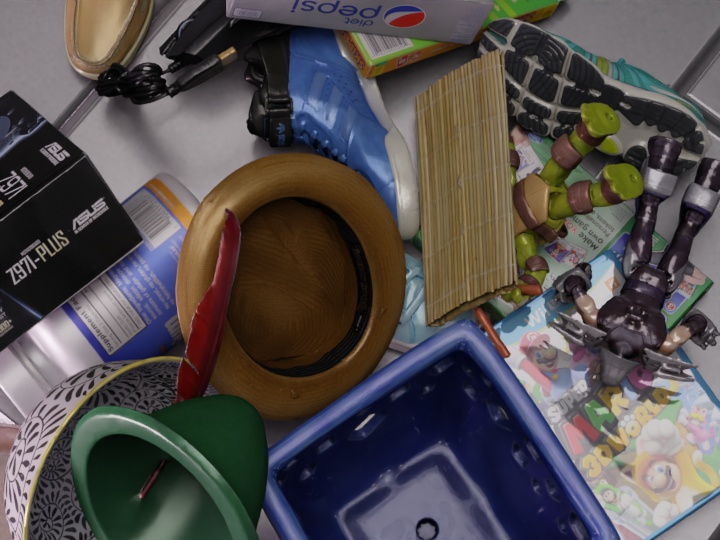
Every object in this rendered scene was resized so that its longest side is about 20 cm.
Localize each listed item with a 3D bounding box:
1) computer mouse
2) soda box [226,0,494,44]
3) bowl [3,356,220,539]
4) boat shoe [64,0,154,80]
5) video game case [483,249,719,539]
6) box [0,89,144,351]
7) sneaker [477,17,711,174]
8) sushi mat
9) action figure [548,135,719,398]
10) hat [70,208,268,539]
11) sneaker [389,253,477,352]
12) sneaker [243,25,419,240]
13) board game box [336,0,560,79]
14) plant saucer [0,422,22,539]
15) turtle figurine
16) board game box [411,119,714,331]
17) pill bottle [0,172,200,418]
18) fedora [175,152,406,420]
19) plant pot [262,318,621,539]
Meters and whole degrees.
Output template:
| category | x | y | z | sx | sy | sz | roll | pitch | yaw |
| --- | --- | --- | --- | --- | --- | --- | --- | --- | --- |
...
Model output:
| category | x | y | z | sx | sy | sz | roll | pitch | yaw |
| --- | --- | --- | --- | --- | --- | --- | --- | --- | --- |
| computer mouse | -0.110 | -0.188 | 1.584 | 0.199 | 0.140 | 0.046 | -27 | 108 | -14 |
| soda box | -0.001 | -0.226 | 1.560 | 0.199 | 0.063 | 0.069 | 4 | 64 | -15 |
| bowl | -0.190 | 0.144 | 1.474 | 0.094 | 0.201 | 0.201 | 22 | 73 | 40 |
| boat shoe | -0.197 | -0.255 | 1.640 | 0.071 | 0.076 | 0.201 | 10 | 77 | 0 |
| video game case | 0.188 | 0.103 | 1.546 | 0.143 | 0.018 | 0.200 | -33 | 77 | -8 |
| box | -0.275 | -0.033 | 1.516 | 0.164 | 0.200 | 0.086 | -37 | 120 | -9 |
| sneaker | 0.183 | -0.139 | 1.615 | 0.199 | 0.080 | 0.078 | 28 | 118 | 1 |
| sushi mat | 0.079 | -0.064 | 1.550 | 0.012 | 0.095 | 0.201 | 18 | 59 | -37 |
| action figure | 0.218 | 0.005 | 1.533 | 0.130 | 0.069 | 0.201 | 24 | 76 | -4 |
| hat | -0.083 | 0.111 | 1.391 | 0.165 | 0.201 | 0.176 | 27 | 46 | 23 |
| sneaker | 0.000 | 0.000 | 1.570 | 0.199 | 0.082 | 0.074 | 28 | 77 | 7 |
| sneaker | -0.030 | -0.103 | 1.598 | 0.111 | 0.077 | 0.201 | -16 | 71 | -10 |
| board game box | 0.067 | -0.224 | 1.631 | 0.199 | 0.030 | 0.096 | -22 | 71 | -23 |
| plant saucer | -0.278 | 0.216 | 1.538 | 0.199 | 0.032 | 0.201 | 0 | 76 | 0 |
| turtle figurine | 0.138 | -0.043 | 1.536 | 0.064 | 0.161 | 0.201 | 19 | 51 | -39 |
| board game box | 0.157 | -0.006 | 1.599 | 0.200 | 0.029 | 0.135 | 43 | 80 | 10 |
| pill bottle | -0.192 | 0.028 | 1.547 | 0.200 | 0.112 | 0.112 | -40 | 79 | -9 |
| fedora | -0.062 | 0.007 | 1.494 | 0.200 | 0.082 | 0.202 | -8 | 105 | -31 |
| plant pot | 0.050 | 0.183 | 1.471 | 0.199 | 0.180 | 0.200 | -33 | 77 | -8 |
